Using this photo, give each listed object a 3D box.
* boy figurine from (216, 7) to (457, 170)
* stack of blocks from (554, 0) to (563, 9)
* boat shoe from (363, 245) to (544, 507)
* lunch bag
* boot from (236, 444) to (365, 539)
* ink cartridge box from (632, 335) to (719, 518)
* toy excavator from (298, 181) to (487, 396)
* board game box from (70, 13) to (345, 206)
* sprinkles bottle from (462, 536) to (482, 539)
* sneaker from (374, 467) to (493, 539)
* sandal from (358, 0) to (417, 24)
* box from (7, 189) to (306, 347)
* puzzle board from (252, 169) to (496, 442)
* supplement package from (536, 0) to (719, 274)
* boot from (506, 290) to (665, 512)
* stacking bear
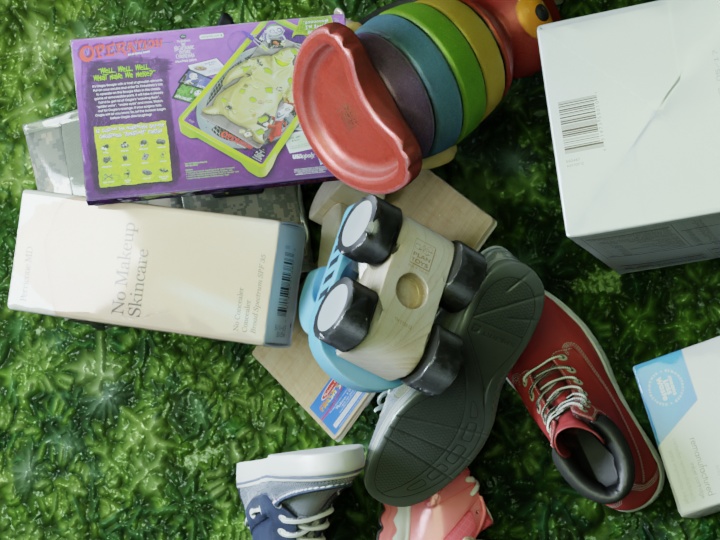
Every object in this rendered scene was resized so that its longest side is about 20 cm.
[{"bbox_3d":[-0.021,-0.130,1.688,0.199,0.064,0.125,18,85,-4],"label":"boy figurine"},{"bbox_3d":[0.137,-0.275,1.708,0.058,0.115,0.201,22,107,19],"label":"stack of blocks"},{"bbox_3d":[0.063,0.077,1.650,0.074,0.065,0.203,23,100,-20],"label":"boat shoe"},{"bbox_3d":[-0.141,-0.055,1.768,0.199,0.118,0.165,-14,81,9],"label":"lunch bag"},{"bbox_3d":[-0.040,0.179,1.676,0.072,0.200,0.091,-5,84,-16],"label":"boot"},{"bbox_3d":[0.309,0.092,1.630,0.199,0.068,0.117,-21,77,13],"label":"ink cartridge box"},{"bbox_3d":[0.000,0.000,1.652,0.100,0.200,0.195,27,67,-23],"label":"toy excavator"},{"bbox_3d":[-0.103,-0.115,1.634,0.199,0.032,0.121,-5,85,-4],"label":"board game box"},{"bbox_3d":[0.168,0.231,1.635,0.199,0.068,0.069,4,84,6],"label":"sprinkles bottle"},{"bbox_3d":[0.059,0.164,1.709,0.086,0.074,0.201,7,85,-1],"label":"sneaker"},{"bbox_3d":[-0.010,-0.141,1.737,0.200,0.045,0.075,-37,84,-20],"label":"sandal"},{"bbox_3d":[-0.148,-0.002,1.666,0.199,0.078,0.096,6,89,13],"label":"box"},{"bbox_3d":[0.010,0.017,1.722,0.200,0.017,0.151,-55,37,4],"label":"puzzle board"},{"bbox_3d":[0.226,-0.093,1.611,0.150,0.200,0.153,-10,80,16],"label":"supplement package"},{"bbox_3d":[0.142,0.083,1.644,0.072,0.144,0.200,-38,73,10],"label":"boot"},{"bbox_3d":[0.060,-0.146,1.602,0.200,0.114,0.122,-31,91,-28],"label":"stacking bear"}]
